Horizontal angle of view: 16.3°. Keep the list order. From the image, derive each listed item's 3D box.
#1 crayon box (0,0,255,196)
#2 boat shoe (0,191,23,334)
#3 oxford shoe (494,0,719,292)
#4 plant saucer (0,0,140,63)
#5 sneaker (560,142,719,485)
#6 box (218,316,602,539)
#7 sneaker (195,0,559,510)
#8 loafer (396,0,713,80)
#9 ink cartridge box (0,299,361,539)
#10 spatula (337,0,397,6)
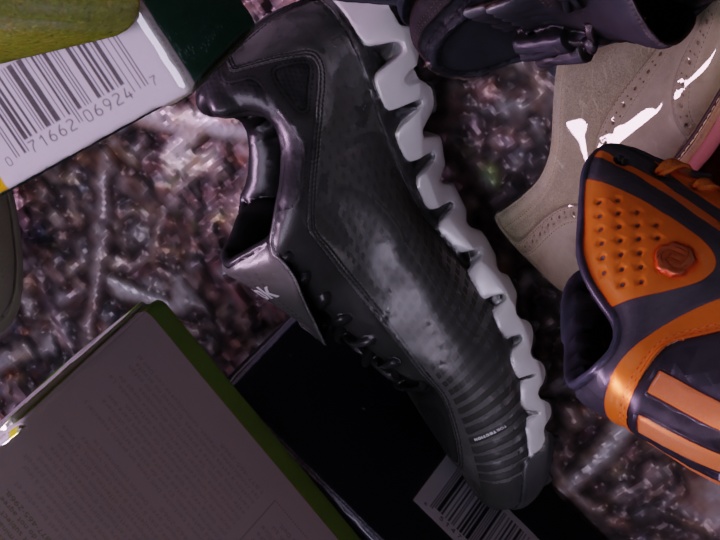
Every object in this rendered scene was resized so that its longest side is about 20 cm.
[{"bbox_3d":[-0.137,-0.118,0.720,0.126,0.052,0.200,-25,105,31],"label":"crayon box"},{"bbox_3d":[-0.194,-0.059,0.937,0.066,0.075,0.200,-21,104,32],"label":"boat shoe"},{"bbox_3d":[0.100,-0.071,0.806,0.075,0.070,0.200,34,120,14],"label":"oxford shoe"},{"bbox_3d":[-0.184,-0.128,0.674,0.200,0.048,0.200,-11,112,27],"label":"plant saucer"},{"bbox_3d":[0.127,-0.019,0.747,0.112,0.200,0.078,22,133,22],"label":"sneaker"},{"bbox_3d":[-0.012,0.141,0.933,0.200,0.104,0.182,45,122,-1],"label":"box"},{"bbox_3d":[0.000,0.000,0.864,0.090,0.066,0.200,-25,102,-15],"label":"sneaker"},{"bbox_3d":[0.089,-0.096,0.736,0.200,0.072,0.063,-29,68,39],"label":"loafer"},{"bbox_3d":[-0.081,0.118,0.773,0.076,0.200,0.148,-38,94,32],"label":"ink cartridge box"},{"bbox_3d":[-0.022,-0.094,0.802,0.021,0.200,0.057,43,130,53],"label":"spatula"}]
